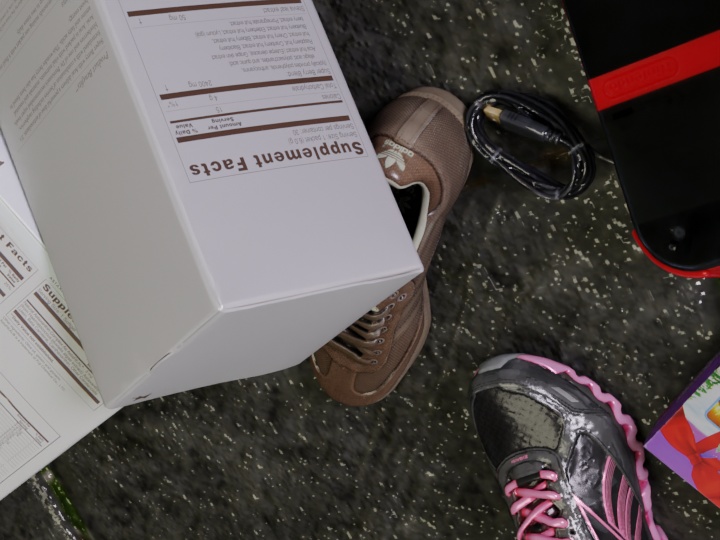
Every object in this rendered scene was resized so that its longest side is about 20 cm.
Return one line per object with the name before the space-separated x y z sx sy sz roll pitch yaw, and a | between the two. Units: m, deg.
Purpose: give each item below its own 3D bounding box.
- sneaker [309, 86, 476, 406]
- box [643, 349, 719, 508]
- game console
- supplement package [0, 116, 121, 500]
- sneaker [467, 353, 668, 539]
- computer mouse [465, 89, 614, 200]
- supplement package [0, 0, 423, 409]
sneaker | 0.000 0.000 0.939 0.070 0.076 0.200 26 128 15
box | 0.252 0.097 0.872 0.200 0.039 0.137 39 130 4
game console | 0.184 -0.098 0.775 0.200 0.031 0.177 -19 85 36
supplement package | -0.171 0.008 0.996 0.151 0.152 0.200 49 130 -5
sneaker | 0.109 0.138 0.948 0.079 0.095 0.200 -21 104 40
computer mouse | 0.136 -0.046 0.847 0.200 0.034 0.059 15 103 25
supplement package | -0.080 -0.056 0.870 0.121 0.120 0.200 -37 70 48
